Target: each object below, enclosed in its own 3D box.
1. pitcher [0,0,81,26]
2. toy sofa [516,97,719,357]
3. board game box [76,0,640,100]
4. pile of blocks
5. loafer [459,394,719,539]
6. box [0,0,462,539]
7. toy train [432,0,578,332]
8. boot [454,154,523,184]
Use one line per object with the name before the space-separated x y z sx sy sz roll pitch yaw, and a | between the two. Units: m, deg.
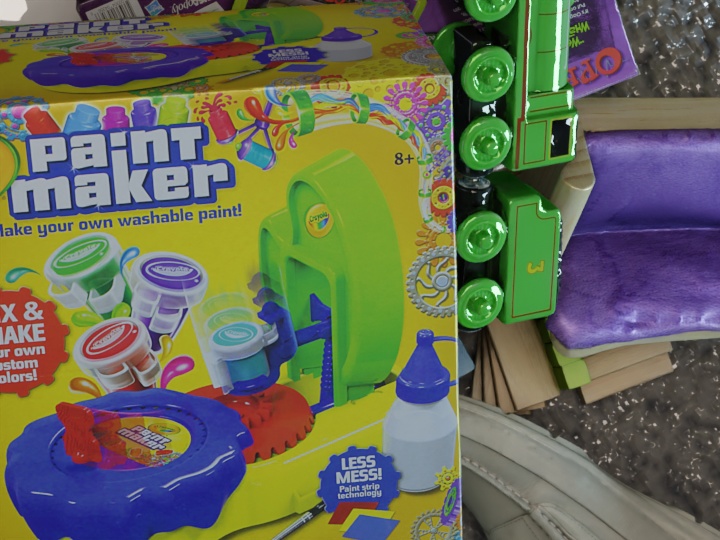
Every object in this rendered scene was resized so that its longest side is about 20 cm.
pitcher | -0.122 -0.101 0.814 0.171 0.121 0.201 -27 93 15
toy sofa | 0.171 -0.027 0.819 0.199 0.083 0.098 -1 57 -13
board game box | 0.001 -0.096 0.743 0.199 0.032 0.121 -21 117 3
pile of blocks | 0.050 0.025 0.850 0.199 0.062 0.083 5 86 -2
loafer | 0.090 0.119 0.843 0.199 0.070 0.070 30 77 -1
box | -0.070 0.010 0.694 0.199 0.122 0.194 -5 111 -6
toy train | 0.058 -0.067 0.730 0.056 0.042 0.201 -10 120 -20
boot | 0.000 0.000 0.802 0.199 0.074 0.076 -32 98 4
